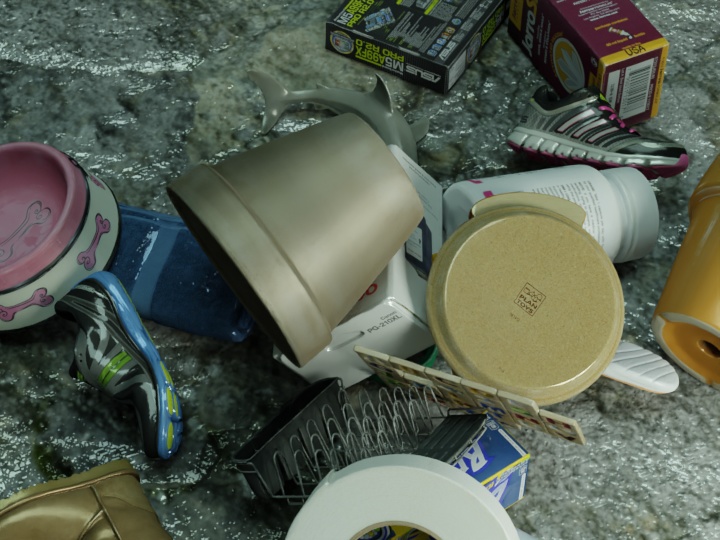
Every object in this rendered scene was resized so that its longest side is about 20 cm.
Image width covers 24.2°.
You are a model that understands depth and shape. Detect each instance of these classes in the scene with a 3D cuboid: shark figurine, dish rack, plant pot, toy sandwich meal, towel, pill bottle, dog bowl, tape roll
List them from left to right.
[{"bbox_3d":[-0.340,-0.041,1.646,0.200,0.074,0.200,-11,52,15],"label":"dog bowl"},{"bbox_3d":[-0.181,0.001,1.635,0.200,0.049,0.112,13,68,26],"label":"towel"},{"bbox_3d":[-0.045,-0.042,1.485,0.173,0.200,0.200,-36,56,-9],"label":"plant pot"},{"bbox_3d":[-0.007,-0.181,1.816,0.214,0.090,0.128,29,52,20],"label":"shark figurine"},{"bbox_3d":[0.006,0.148,1.469,0.200,0.055,0.153,-6,23,37],"label":"dish rack"},{"bbox_3d":[0.034,0.249,1.367,0.202,0.203,0.037,11,13,8],"label":"tape roll"},{"bbox_3d":[0.145,0.028,1.534,0.205,0.070,0.206,2,76,-9],"label":"toy sandwich meal"},{"bbox_3d":[0.188,-0.044,1.670,0.200,0.114,0.113,-9,48,-22],"label":"pill bottle"},{"bbox_3d":[0.377,0.012,1.595,0.200,0.200,0.183,30,69,23],"label":"plant pot"}]

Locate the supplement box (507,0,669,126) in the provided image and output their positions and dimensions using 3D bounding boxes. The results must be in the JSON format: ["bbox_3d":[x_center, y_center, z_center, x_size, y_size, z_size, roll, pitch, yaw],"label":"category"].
[{"bbox_3d":[0.251,-0.261,1.876,0.085,0.110,0.200,-20,51,-17],"label":"supplement box"}]

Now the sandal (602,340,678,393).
[{"bbox_3d":[0.197,0.086,1.593,0.206,0.059,0.079,24,25,9],"label":"sandal"}]

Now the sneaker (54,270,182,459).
[{"bbox_3d":[-0.225,0.095,1.566,0.083,0.071,0.200,-28,67,-6],"label":"sneaker"}]

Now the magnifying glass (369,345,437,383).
[{"bbox_3d":[0.066,0.037,1.664,0.079,0.022,0.200,26,52,21],"label":"magnifying glass"}]

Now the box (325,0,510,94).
[{"bbox_3d":[0.076,-0.303,1.954,0.160,0.044,0.200,22,51,18],"label":"box"}]

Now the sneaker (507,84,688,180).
[{"bbox_3d":[0.253,-0.150,1.764,0.200,0.074,0.088,13,86,31],"label":"sneaker"}]

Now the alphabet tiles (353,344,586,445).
[{"bbox_3d":[0.102,0.116,1.503,0.200,0.167,0.008,17,78,17],"label":"alphabet tiles"}]

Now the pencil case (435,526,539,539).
[{"bbox_3d":[0.153,0.270,1.412,0.200,0.091,0.083,25,87,19],"label":"pencil case"}]

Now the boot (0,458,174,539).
[{"bbox_3d":[-0.222,0.265,1.424,0.175,0.066,0.200,-23,54,-20],"label":"boot"}]

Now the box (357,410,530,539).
[{"bbox_3d":[0.053,0.208,1.478,0.200,0.070,0.064,-29,54,-24],"label":"box"}]

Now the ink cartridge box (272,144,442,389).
[{"bbox_3d":[0.000,0.000,1.609,0.145,0.084,0.200,-28,40,30],"label":"ink cartridge box"}]
